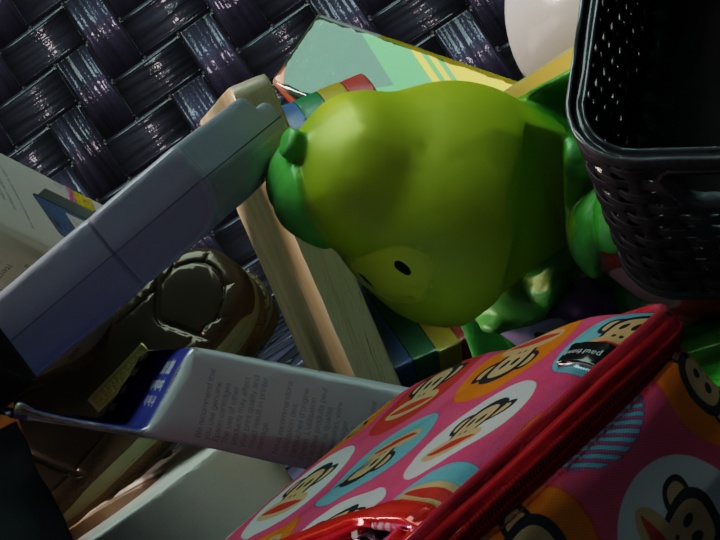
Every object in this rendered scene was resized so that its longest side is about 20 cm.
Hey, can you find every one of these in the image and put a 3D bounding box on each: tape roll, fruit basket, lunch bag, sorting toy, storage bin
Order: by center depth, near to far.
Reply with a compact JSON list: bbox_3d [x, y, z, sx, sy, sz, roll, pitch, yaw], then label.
[{"bbox_3d":[0.010,0.098,0.683,0.176,0.082,0.200,-40,5,-33],"label":"lunch bag"},{"bbox_3d":[0.153,-0.098,0.807,0.135,0.094,0.200,0,60,19],"label":"storage bin"},{"bbox_3d":[0.069,-0.011,0.947,0.216,0.156,0.216,-20,-3,-1],"label":"fruit basket"},{"bbox_3d":[-0.117,0.151,1.120,0.202,0.071,0.202,-33,4,2],"label":"tape roll"},{"bbox_3d":[0.000,0.000,1.142,0.070,0.200,0.199,-23,2,-7],"label":"sorting toy"}]

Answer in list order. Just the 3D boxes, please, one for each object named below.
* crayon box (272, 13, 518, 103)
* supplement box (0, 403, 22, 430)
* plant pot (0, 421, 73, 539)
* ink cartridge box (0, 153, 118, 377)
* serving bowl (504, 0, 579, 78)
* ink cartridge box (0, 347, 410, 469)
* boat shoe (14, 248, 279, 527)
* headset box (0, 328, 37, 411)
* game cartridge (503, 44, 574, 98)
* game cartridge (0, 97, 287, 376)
[{"bbox_3d":[0.063,-0.055,1.224,0.200,0.127,0.051,22,72,40],"label":"crayon box"},{"bbox_3d":[-0.238,0.058,1.006,0.200,0.067,0.069,21,-56,-42],"label":"supplement box"},{"bbox_3d":[-0.182,0.169,0.922,0.200,0.134,0.200,-32,3,2],"label":"plant pot"},{"bbox_3d":[-0.181,0.030,1.166,0.145,0.088,0.200,-46,-43,15],"label":"ink cartridge box"},{"bbox_3d":[0.161,-0.098,1.145,0.200,0.200,0.066,-28,41,58],"label":"serving bowl"},{"bbox_3d":[-0.035,0.056,0.914,0.200,0.041,0.200,12,-5,-10],"label":"ink cartridge box"},{"bbox_3d":[-0.117,0.077,1.139,0.200,0.072,0.076,-38,-30,7],"label":"boat shoe"},{"bbox_3d":[-0.230,0.079,0.828,0.200,0.077,0.149,-32,7,42],"label":"headset box"},{"bbox_3d":[0.151,-0.059,1.087,0.176,0.032,0.200,21,-41,-39],"label":"game cartridge"},{"bbox_3d":[-0.119,0.013,0.933,0.200,0.040,0.133,-39,1,20],"label":"game cartridge"}]
